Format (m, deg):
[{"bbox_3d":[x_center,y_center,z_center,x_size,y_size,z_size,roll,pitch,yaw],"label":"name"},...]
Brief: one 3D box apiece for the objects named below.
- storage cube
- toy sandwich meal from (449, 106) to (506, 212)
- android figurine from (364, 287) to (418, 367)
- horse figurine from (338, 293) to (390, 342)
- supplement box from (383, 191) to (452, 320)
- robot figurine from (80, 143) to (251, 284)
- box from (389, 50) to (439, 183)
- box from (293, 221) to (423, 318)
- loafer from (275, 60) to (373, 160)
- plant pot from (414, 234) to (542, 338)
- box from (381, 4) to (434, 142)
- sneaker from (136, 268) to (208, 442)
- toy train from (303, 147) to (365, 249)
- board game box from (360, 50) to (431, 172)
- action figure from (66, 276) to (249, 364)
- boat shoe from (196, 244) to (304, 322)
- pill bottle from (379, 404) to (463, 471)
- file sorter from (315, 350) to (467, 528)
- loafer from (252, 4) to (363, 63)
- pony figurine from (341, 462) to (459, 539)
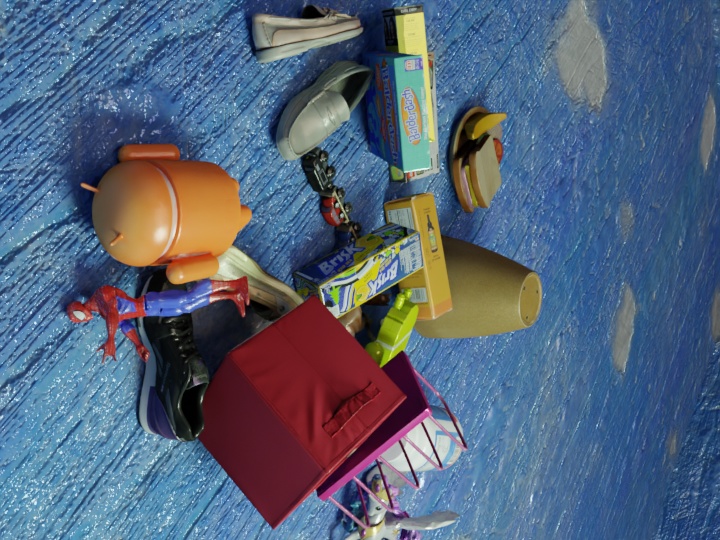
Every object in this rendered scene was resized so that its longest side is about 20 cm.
[{"bbox_3d":[-0.082,0.173,1.039,0.170,0.180,0.201,-34,166,-45],"label":"storage cube"},{"bbox_3d":[0.231,-0.209,1.551,0.203,0.069,0.210,-13,106,-52],"label":"toy sandwich meal"},{"bbox_3d":[0.042,0.126,1.314,0.182,0.040,0.204,-32,141,-69],"label":"android figurine"},{"bbox_3d":[-0.020,0.109,1.279,0.133,0.049,0.203,48,60,-53],"label":"horse figurine"},{"bbox_3d":[0.097,-0.024,1.378,0.066,0.068,0.205,-19,103,-51],"label":"supplement box"},{"bbox_3d":[-0.215,-0.067,0.928,0.198,0.115,0.148,-8,105,-54],"label":"robot figurine"},{"bbox_3d":[0.086,-0.256,1.373,0.109,0.034,0.205,-22,113,-50],"label":"box"},{"bbox_3d":[0.000,0.000,1.231,0.198,0.069,0.066,-29,122,-32],"label":"box"},{"bbox_3d":[-0.049,-0.229,1.162,0.202,0.069,0.071,-58,135,-31],"label":"loafer"},{"bbox_3d":[0.212,0.037,1.459,0.185,0.197,0.191,-10,103,-52],"label":"plant pot"},{"bbox_3d":[0.073,-0.299,1.271,0.049,0.075,0.205,-11,107,-13],"label":"box"},{"bbox_3d":[-0.210,0.101,0.983,0.075,0.086,0.205,-9,103,-52],"label":"sneaker"},{"bbox_3d":[-0.037,-0.092,1.233,0.046,0.034,0.202,-51,133,-31],"label":"toy train"},{"bbox_3d":[0.049,-0.237,1.206,0.044,0.200,0.156,-9,107,-11],"label":"board game box"},{"bbox_3d":[-0.221,0.061,0.914,0.195,0.065,0.101,-1,67,-17],"label":"action figure"},{"bbox_3d":[-0.140,0.031,1.085,0.200,0.072,0.064,43,69,-45],"label":"boat shoe"},{"bbox_3d":[0.088,0.279,1.390,0.199,0.110,0.115,23,77,-57],"label":"pill bottle"},{"bbox_3d":[0.038,0.252,1.206,0.199,0.140,0.125,-40,120,9],"label":"file sorter"},{"bbox_3d":[-0.069,-0.333,1.125,0.199,0.071,0.064,-32,114,-43],"label":"loafer"},{"bbox_3d":[0.044,0.414,1.351,0.191,0.165,0.204,1,113,-52],"label":"pony figurine"}]
